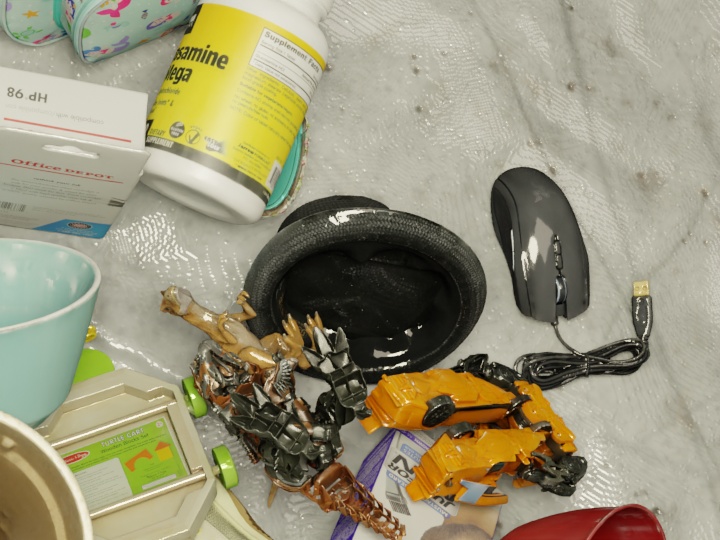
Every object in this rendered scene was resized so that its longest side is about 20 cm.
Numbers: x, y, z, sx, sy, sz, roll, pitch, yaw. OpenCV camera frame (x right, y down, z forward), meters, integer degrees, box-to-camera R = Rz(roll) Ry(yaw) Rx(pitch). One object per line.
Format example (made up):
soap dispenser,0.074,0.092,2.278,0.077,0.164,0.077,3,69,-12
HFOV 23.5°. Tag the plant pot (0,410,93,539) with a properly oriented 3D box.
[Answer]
plant pot,-0.296,0.205,1.189,0.199,0.183,0.202,5,73,-18

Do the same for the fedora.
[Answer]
fedora,0.000,0.000,1.394,0.199,0.201,0.092,7,40,-18

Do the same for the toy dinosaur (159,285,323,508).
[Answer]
toy dinosaur,-0.077,0.076,1.346,0.201,0.106,0.060,56,27,-17

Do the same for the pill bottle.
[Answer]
pill bottle,-0.093,-0.147,1.351,0.112,0.112,0.201,24,80,-11

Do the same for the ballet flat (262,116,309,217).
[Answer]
ballet flat,-0.079,-0.135,1.438,0.075,0.064,0.201,-9,76,5

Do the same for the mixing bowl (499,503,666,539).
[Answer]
mixing bowl,0.151,0.272,1.352,0.200,0.108,0.202,-14,108,-51

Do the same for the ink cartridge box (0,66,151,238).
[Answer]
ink cartridge box,-0.227,-0.091,1.296,0.115,0.200,0.067,9,71,-17

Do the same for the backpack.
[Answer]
backpack,-0.205,-0.256,1.369,0.199,0.178,0.151,-19,76,-19

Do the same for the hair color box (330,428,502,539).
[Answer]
hair color box,0.038,0.210,1.319,0.109,0.065,0.200,37,30,-6

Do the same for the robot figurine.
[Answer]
robot figurine,0.095,0.130,1.379,0.199,0.058,0.145,5,42,-49

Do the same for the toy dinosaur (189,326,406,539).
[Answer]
toy dinosaur,-0.042,0.115,1.254,0.199,0.136,0.102,24,58,6

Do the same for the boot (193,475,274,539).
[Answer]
boot,-0.128,0.249,1.284,0.154,0.072,0.200,-35,68,-24

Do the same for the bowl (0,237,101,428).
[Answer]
bowl,-0.285,0.057,1.254,0.199,0.201,0.106,-10,113,-22

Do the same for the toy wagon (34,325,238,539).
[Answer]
toy wagon,-0.187,0.129,1.306,0.154,0.040,0.201,-18,53,-13

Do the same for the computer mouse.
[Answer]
computer mouse,0.192,0.000,1.504,0.139,0.046,0.201,-2,75,-19
